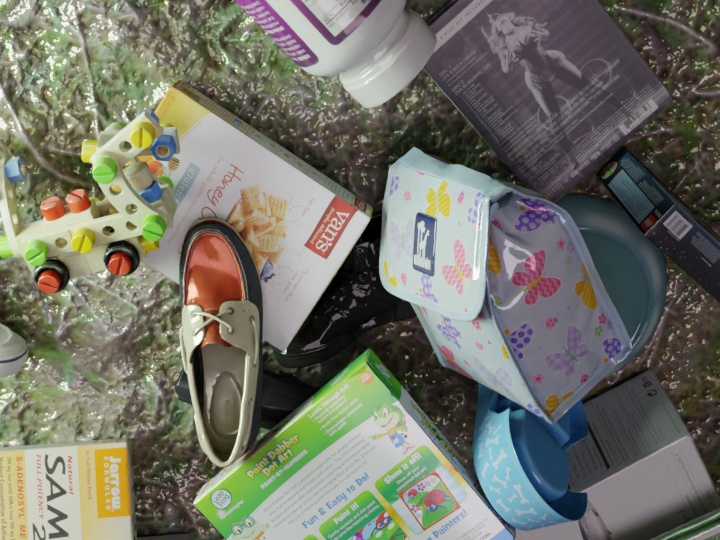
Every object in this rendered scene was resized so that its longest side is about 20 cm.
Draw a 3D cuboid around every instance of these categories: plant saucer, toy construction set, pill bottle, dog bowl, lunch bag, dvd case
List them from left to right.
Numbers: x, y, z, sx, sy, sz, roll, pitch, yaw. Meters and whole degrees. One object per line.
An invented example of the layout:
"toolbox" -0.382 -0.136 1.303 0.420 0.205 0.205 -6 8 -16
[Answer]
"toy construction set" -0.230 -0.058 1.124 0.197 0.093 0.132 -4 126 21
"pill bottle" -0.034 -0.225 1.093 0.112 0.113 0.200 -41 114 12
"lunch bag" 0.102 0.002 1.145 0.127 0.169 0.201 -36 119 -16
"dog bowl" 0.146 0.143 1.221 0.049 0.201 0.112 -32 113 27
"dvd case" 0.154 -0.169 1.196 0.148 0.016 0.200 -40 113 10
"plant saucer" 0.190 0.029 1.292 0.197 0.027 0.203 -3 116 -7

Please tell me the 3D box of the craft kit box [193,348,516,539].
"craft kit box" -0.005 0.205 1.189 0.199 0.049 0.198 -39 99 12

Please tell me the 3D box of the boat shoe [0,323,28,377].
"boat shoe" -0.374 0.029 1.191 0.198 0.071 0.070 21 114 -10

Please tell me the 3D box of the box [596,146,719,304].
"box" 0.302 -0.012 1.226 0.199 0.137 0.038 39 103 -22

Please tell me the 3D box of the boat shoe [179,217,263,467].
"boat shoe" -0.116 0.060 1.156 0.070 0.063 0.203 -2 100 6

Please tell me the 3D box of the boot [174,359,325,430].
"boot" -0.069 0.136 1.273 0.197 0.066 0.165 14 152 -1

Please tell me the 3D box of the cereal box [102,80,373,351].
"cereal box" -0.108 -0.045 1.182 0.199 0.040 0.145 32 107 -5

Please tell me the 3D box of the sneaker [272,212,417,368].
"sneaker" 0.000 0.001 1.236 0.198 0.060 0.105 -24 116 -2

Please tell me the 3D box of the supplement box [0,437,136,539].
"supplement box" -0.301 0.221 1.259 0.197 0.074 0.128 -4 86 -6

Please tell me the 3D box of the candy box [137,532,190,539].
"candy box" -0.242 0.362 1.362 0.165 0.072 0.202 -3 115 -7

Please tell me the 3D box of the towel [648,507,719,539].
"towel" 0.302 0.286 1.326 0.151 0.024 0.201 -26 146 1

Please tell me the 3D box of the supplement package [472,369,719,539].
"supplement package" 0.225 0.209 1.330 0.198 0.118 0.118 -29 119 7
